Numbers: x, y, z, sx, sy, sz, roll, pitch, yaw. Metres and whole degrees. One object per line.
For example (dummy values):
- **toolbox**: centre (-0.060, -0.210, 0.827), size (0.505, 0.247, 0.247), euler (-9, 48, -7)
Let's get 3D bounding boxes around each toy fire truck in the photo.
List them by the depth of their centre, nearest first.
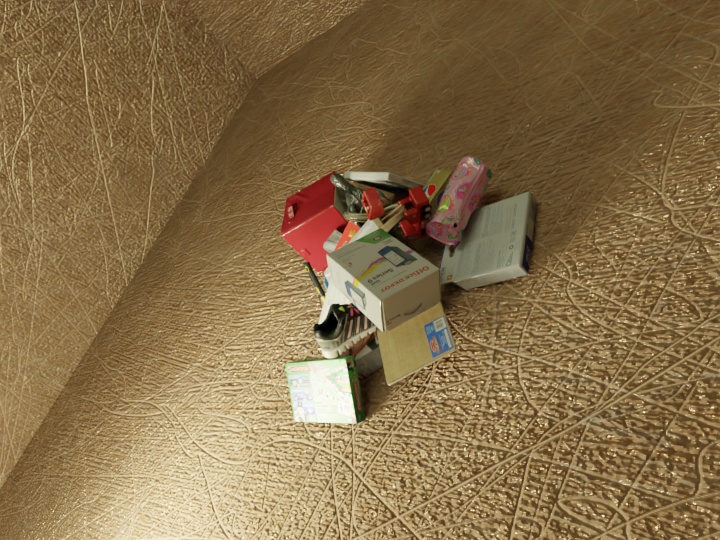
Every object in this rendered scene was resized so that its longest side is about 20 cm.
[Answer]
- **toy fire truck**: centre (0.083, -0.120, 1.127), size (0.140, 0.200, 0.049), euler (-21, 61, -3)

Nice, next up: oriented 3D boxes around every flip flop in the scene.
- **flip flop**: centre (0.058, -0.153, 1.224), size (0.198, 0.081, 0.058), euler (-13, 86, 11)

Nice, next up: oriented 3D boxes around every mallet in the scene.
- **mallet**: centre (-0.095, 0.076, 1.273), size (0.066, 0.201, 0.041), euler (-41, -13, 36)

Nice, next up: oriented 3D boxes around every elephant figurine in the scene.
- **elephant figurine**: centre (0.015, -0.158, 1.340), size (0.154, 0.200, 0.142), euler (-12, 47, 42)

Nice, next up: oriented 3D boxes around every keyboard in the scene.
- **keyboard**: centre (-0.019, -0.039, 1.216), size (0.200, 0.011, 0.056), euler (-48, 57, 27)

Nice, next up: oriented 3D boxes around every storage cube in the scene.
- **storage cube**: centre (-0.096, -0.137, 1.459), size (0.179, 0.200, 0.172), euler (-25, 38, 22)

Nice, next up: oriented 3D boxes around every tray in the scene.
- **tray**: centre (-0.048, 0.083, 1.206), size (0.107, 0.022, 0.201), euler (27, 111, 32)

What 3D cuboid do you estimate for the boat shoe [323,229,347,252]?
- **boat shoe**: centre (-0.005, -0.054, 1.317), size (0.199, 0.074, 0.067), euler (24, 83, 24)

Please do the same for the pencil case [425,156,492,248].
- **pencil case**: centre (0.219, -0.152, 1.132), size (0.087, 0.087, 0.201), euler (2, 56, 50)

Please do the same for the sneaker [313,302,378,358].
- **sneaker**: centre (-0.017, 0.094, 1.070), size (0.200, 0.088, 0.074), euler (-39, 36, 0)

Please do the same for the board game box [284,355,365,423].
- **board game box**: centre (-0.081, 0.259, 1.116), size (0.199, 0.029, 0.136), euler (-13, 85, 42)

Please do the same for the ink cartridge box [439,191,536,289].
- **ink cartridge box**: centre (0.266, -0.056, 1.090), size (0.199, 0.043, 0.197), euler (-18, 43, 43)

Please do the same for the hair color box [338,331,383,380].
- **hair color box**: centre (0.026, 0.159, 1.133), size (0.199, 0.061, 0.099), euler (-36, 36, 20)

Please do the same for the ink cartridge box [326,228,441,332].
- **ink cartridge box**: centre (0.045, 0.014, 1.035), size (0.145, 0.088, 0.200), euler (-26, 42, -22)

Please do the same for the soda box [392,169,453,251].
- **soda box**: centre (0.168, -0.150, 1.275), size (0.201, 0.068, 0.064), euler (-54, 34, -8)

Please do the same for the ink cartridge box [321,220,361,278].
- **ink cartridge box**: centre (0.000, 0.000, 1.211), size (0.200, 0.050, 0.162), euler (37, 109, 22)

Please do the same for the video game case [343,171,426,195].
- **video game case**: centre (0.082, -0.228, 1.361), size (0.199, 0.181, 0.024), euler (16, 95, 55)

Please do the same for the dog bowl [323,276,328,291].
- **dog bowl**: centre (-0.038, 0.041, 1.338), size (0.111, 0.050, 0.200), euler (-43, 33, 10)

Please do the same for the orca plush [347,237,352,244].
- **orca plush**: centre (0.048, -0.053, 1.227), size (0.105, 0.071, 0.200), euler (-35, 54, -20)

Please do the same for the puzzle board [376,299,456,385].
- **puzzle board**: centre (0.103, 0.116, 1.027), size (0.150, 0.017, 0.201), euler (-31, 39, 17)
